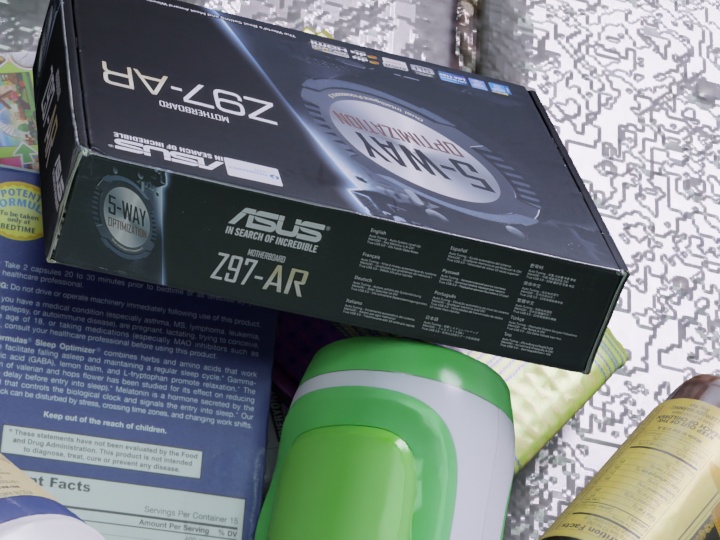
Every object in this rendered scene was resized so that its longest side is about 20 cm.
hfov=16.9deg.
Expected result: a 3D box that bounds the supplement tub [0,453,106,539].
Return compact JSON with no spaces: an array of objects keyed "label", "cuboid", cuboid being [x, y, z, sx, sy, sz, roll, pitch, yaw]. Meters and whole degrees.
[{"label":"supplement tub","cuboid":[-0.182,0.091,0.753,0.200,0.145,0.144,35,51,26]}]

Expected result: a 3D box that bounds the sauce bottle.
[{"label":"sauce bottle","cuboid":[0.093,0.120,0.913,0.065,0.065,0.200,41,56,7]}]

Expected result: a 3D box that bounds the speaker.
[{"label":"speaker","cuboid":[0.001,0.128,0.827,0.088,0.088,0.201,16,66,-11]}]

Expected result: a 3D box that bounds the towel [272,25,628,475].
[{"label":"towel","cuboid":[0.000,0.000,0.952,0.200,0.023,0.144,44,54,8]}]

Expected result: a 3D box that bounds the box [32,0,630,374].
[{"label":"box","cuboid":[-0.017,-0.038,0.881,0.199,0.044,0.160,13,25,-15]}]

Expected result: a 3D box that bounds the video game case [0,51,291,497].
[{"label":"video game case","cuboid":[-0.106,0.001,0.937,0.181,0.023,0.201,-5,62,-24]}]

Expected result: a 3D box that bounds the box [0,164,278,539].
[{"label":"box","cuboid":[-0.094,0.069,0.860,0.120,0.032,0.201,9,74,-16]}]
